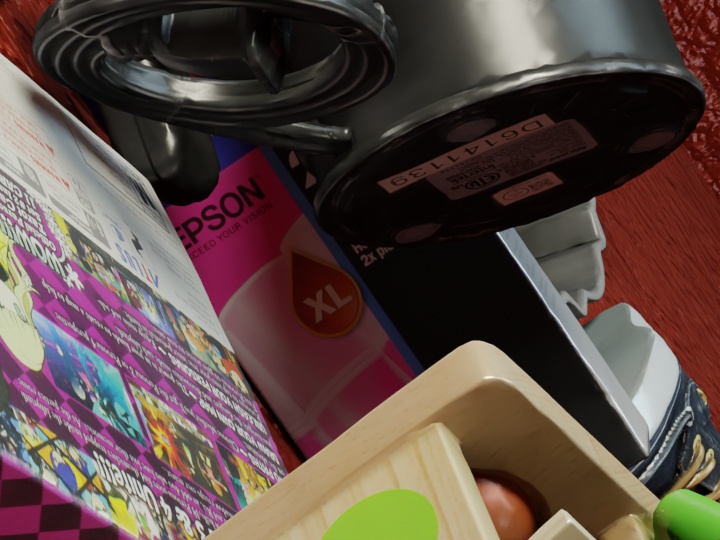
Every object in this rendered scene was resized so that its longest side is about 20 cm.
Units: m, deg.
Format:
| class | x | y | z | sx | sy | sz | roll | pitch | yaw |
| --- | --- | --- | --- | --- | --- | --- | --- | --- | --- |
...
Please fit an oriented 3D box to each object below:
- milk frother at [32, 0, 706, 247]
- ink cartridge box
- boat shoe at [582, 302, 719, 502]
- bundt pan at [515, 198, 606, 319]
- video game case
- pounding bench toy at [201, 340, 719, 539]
| class | x | y | z | sx | sy | sz | roll | pitch | yaw |
| --- | --- | --- | --- | --- | --- | --- | --- | --- | --- |
| milk frother | -0.012 | -0.118 | 0.825 | 0.200 | 0.180 | 0.189 | 83 | -10 | -72 |
| ink cartridge box | 0.000 | 0.000 | 0.944 | 0.200 | 0.095 | 0.037 | 56 | 12 | -6 |
| boat shoe | 0.113 | 0.072 | 1.127 | 0.091 | 0.071 | 0.200 | 51 | 11 | -4 |
| bundt pan | 0.020 | -0.060 | 1.191 | 0.202 | 0.076 | 0.202 | 52 | 22 | -32 |
| video game case | -0.083 | 0.009 | 0.711 | 0.200 | 0.036 | 0.182 | 42 | 18 | -55 |
| pounding bench toy | 0.056 | 0.096 | 0.612 | 0.124 | 0.200 | 0.156 | 43 | 15 | -36 |
